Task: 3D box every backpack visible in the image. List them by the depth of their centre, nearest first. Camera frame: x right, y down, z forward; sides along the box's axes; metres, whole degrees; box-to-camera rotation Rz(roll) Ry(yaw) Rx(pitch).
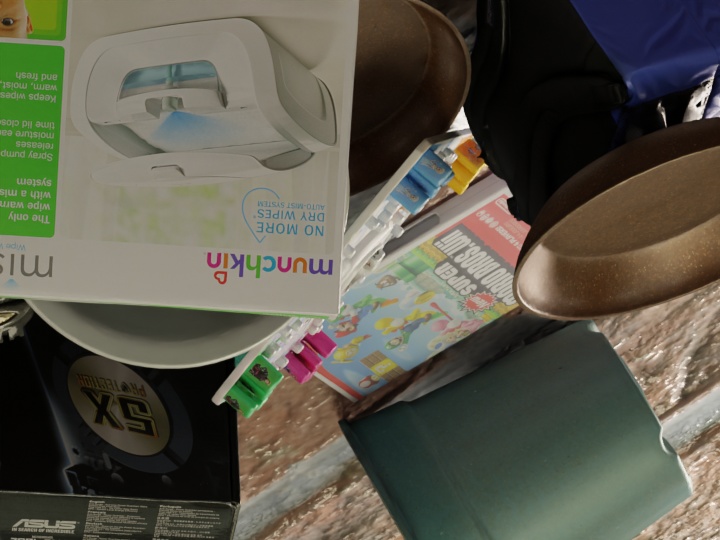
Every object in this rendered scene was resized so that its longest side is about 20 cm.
[{"bbox_3d":[0.157,-0.112,1.763,0.168,0.163,0.200,-13,146,-21],"label":"backpack"}]

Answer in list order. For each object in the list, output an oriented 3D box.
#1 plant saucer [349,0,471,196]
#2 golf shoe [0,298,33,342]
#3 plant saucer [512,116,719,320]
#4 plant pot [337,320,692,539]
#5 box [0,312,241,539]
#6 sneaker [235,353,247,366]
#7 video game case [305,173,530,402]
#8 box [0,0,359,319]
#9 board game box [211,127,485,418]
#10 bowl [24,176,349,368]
[{"bbox_3d":[-0.034,-0.109,1.759,0.200,0.035,0.200,-11,144,-8],"label":"plant saucer"},{"bbox_3d":[-0.294,0.002,1.760,0.200,0.078,0.095,-12,121,-6],"label":"golf shoe"},{"bbox_3d":[0.176,-0.036,1.705,0.200,0.037,0.200,-16,156,-7],"label":"plant saucer"},{"bbox_3d":[0.116,0.144,2.113,0.196,0.200,0.200,-31,148,-1],"label":"plant pot"},{"bbox_3d":[-0.179,0.097,1.823,0.200,0.164,0.086,4,140,-10],"label":"box"},{"bbox_3d":[-0.101,0.090,1.974,0.077,0.080,0.200,12,136,-21],"label":"sneaker"},{"bbox_3d":[0.044,0.013,2.019,0.200,0.017,0.143,-31,148,14],"label":"video game case"},{"bbox_3d":[-0.106,-0.068,1.577,0.200,0.177,0.097,4,-179,-3],"label":"box"},{"bbox_3d":[0.000,0.000,1.816,0.200,0.026,0.200,-51,176,10],"label":"board game box"},{"bbox_3d":[-0.107,-0.048,1.669,0.201,0.201,0.090,-22,-175,0],"label":"bowl"}]
